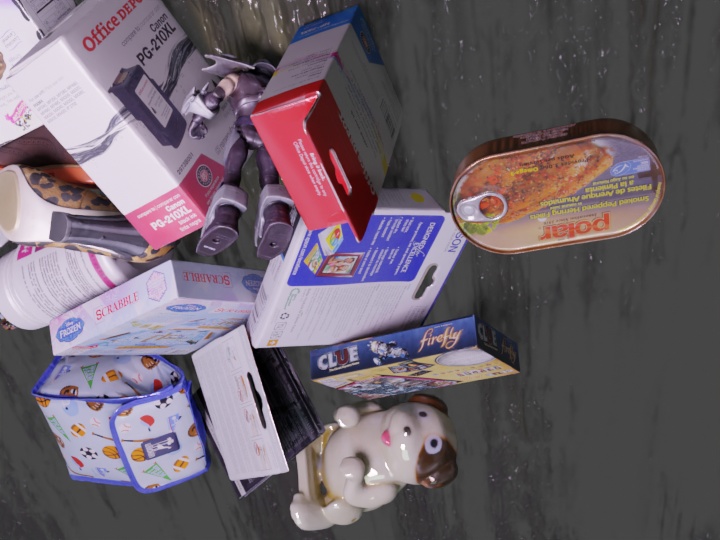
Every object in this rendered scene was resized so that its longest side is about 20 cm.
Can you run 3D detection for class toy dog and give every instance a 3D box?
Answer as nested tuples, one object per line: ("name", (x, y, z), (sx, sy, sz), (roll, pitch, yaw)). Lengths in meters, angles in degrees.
("toy dog", (0.029, 0.232, 1.057), (0.192, 0.142, 0.198), (31, 133, -34))

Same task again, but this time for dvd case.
("dvd case", (-0.133, 0.178, 1.087), (0.200, 0.016, 0.151), (-43, 71, 39))

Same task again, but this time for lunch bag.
("lunch bag", (-0.301, 0.194, 1.135), (0.195, 0.125, 0.173), (4, 130, 12))

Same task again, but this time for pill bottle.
("pill bottle", (-0.317, -0.004, 0.982), (0.197, 0.115, 0.114), (-19, 122, 29))

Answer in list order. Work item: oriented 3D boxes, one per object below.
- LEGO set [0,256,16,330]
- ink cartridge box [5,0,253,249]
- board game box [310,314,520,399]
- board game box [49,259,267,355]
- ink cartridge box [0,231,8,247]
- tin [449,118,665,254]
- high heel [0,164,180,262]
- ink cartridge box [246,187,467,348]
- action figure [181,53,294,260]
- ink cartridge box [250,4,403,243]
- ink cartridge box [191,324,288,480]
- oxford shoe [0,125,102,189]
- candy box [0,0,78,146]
("LEGO set", (-0.504, 0.030, 1.065), (0.151, 0.117, 0.202), (-18, 122, 29))
("ink cartridge box", (-0.199, -0.149, 0.802), (0.083, 0.146, 0.201), (-19, 121, 32))
("board game box", (0.061, 0.100, 0.959), (0.196, 0.035, 0.135), (-14, 157, 26))
("board game box", (-0.199, 0.047, 0.954), (0.196, 0.042, 0.198), (-22, 164, 30))
("ink cartridge box", (-0.436, -0.114, 0.928), (0.094, 0.037, 0.202), (32, 150, 18))
("tin", (0.180, -0.076, 0.812), (0.195, 0.042, 0.114), (-8, 122, 18))
("high heel", (-0.280, -0.054, 0.879), (0.198, 0.141, 0.073), (24, 101, 40))
("ink cartridge box", (0.000, 0.000, 0.901), (0.196, 0.047, 0.200), (-2, 136, -30))
("action figure", (-0.098, -0.111, 0.774), (0.127, 0.204, 0.070), (11, 149, -17))
("ink cartridge box", (-0.026, -0.121, 0.735), (0.066, 0.202, 0.118), (-11, 125, 23))
("ink cartridge box", (-0.126, 0.151, 0.995), (0.199, 0.046, 0.164), (-29, 78, 59))
("oxford shoe", (-0.329, -0.129, 0.928), (0.195, 0.071, 0.075), (7, 91, 24))
("candy box", (-0.358, -0.233, 0.833), (0.165, 0.072, 0.202), (-16, 122, 28))
